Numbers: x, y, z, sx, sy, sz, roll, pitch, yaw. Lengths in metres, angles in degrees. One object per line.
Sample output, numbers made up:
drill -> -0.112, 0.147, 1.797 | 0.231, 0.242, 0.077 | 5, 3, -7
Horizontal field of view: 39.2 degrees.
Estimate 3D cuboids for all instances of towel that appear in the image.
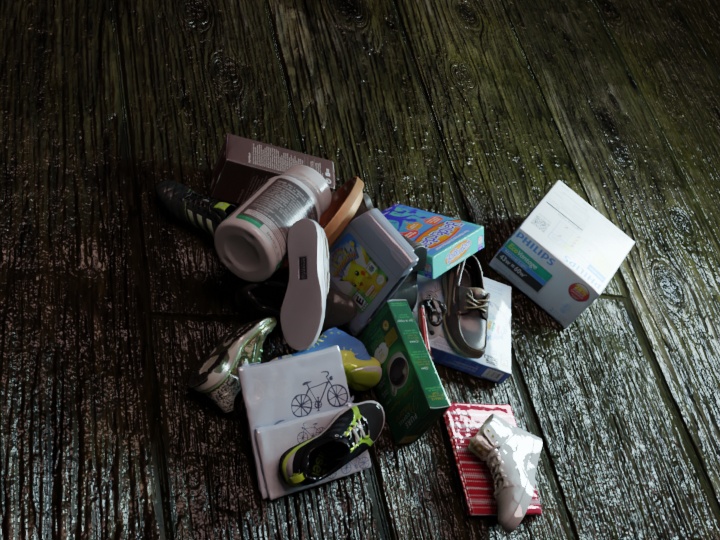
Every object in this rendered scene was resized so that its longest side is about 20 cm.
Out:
towel -> 0.211, 0.305, 1.644 | 0.144, 0.023, 0.201 | 6, 53, -27

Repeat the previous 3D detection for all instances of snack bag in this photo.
snack bag -> -0.081, 0.219, 1.499 | 0.188, 0.021, 0.201 | -9, 86, -33

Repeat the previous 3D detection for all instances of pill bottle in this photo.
pill bottle -> -0.134, -0.080, 1.611 | 0.113, 0.113, 0.200 | 37, 47, 4

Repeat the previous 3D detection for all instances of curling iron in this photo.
curling iron -> 0.119, 0.140, 1.677 | 0.049, 0.026, 0.201 | 0, 75, 6

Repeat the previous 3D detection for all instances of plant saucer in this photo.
plant saucer -> -0.059, -0.071, 1.684 | 0.032, 0.200, 0.201 | 39, 44, -12

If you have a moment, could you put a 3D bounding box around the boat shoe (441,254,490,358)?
boat shoe -> 0.183, 0.056, 1.736 | 0.074, 0.073, 0.201 | 8, 51, -21

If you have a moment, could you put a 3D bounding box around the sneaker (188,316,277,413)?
sneaker -> -0.182, 0.145, 1.547 | 0.089, 0.077, 0.200 | 60, 41, -17

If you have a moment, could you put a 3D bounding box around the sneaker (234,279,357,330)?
sneaker -> -0.099, 0.055, 1.615 | 0.199, 0.091, 0.076 | 6, 84, -13

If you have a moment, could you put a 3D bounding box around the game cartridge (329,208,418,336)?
game cartridge -> 0.000, 0.000, 1.655 | 0.040, 0.200, 0.133 | -18, 62, -47

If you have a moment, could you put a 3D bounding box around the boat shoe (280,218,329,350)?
boat shoe -> -0.079, 0.023, 1.547 | 0.066, 0.072, 0.201 | 22, 63, -65

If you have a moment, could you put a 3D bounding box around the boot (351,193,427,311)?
boot -> 0.024, -0.010, 1.723 | 0.069, 0.201, 0.174 | -5, 33, -46

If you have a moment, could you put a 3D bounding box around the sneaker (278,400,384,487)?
sneaker -> -0.026, 0.258, 1.464 | 0.200, 0.083, 0.072 | -33, 102, -32

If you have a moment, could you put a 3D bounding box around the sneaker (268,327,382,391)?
sneaker -> -0.068, 0.142, 1.602 | 0.199, 0.076, 0.105 | 8, 36, -29

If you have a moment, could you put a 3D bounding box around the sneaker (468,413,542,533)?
sneaker -> 0.213, 0.311, 1.581 | 0.115, 0.074, 0.200 | 31, 36, -5

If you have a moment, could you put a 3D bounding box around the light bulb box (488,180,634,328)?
light bulb box -> 0.389, -0.034, 1.947 | 0.198, 0.125, 0.200 | 40, 46, 6

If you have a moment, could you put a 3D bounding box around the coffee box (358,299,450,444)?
coffee box -> 0.066, 0.162, 1.614 | 0.044, 0.123, 0.201 | -1, 53, -32

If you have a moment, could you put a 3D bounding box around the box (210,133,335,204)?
box -> -0.155, -0.160, 1.774 | 0.199, 0.100, 0.075 | 12, 48, -20

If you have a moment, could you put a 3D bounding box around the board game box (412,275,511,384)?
board game box -> 0.172, 0.083, 1.789 | 0.199, 0.043, 0.200 | 20, 48, -13

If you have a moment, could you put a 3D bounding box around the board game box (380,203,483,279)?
board game box -> 0.095, -0.055, 1.789 | 0.199, 0.045, 0.152 | 18, 34, 37

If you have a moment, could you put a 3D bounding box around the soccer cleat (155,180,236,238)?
soccer cleat -> -0.252, -0.096, 1.680 | 0.200, 0.081, 0.068 | 37, 45, 4
